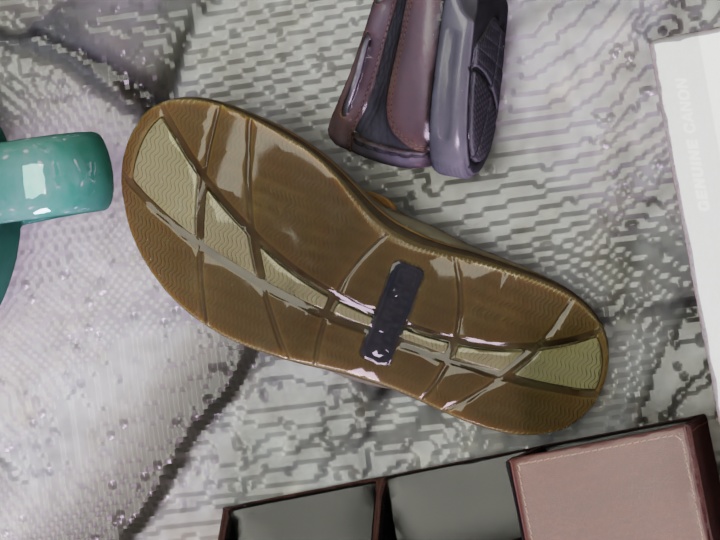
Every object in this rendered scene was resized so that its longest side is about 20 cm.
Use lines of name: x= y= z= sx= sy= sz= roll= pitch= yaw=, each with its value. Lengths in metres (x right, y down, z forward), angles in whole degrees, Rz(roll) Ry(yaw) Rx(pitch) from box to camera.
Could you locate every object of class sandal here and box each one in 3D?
sandal: x=0.000 y=0.000 z=1.119 sx=0.199 sy=0.054 sz=0.081 roll=25 pitch=103 yaw=-5

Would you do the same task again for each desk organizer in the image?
desk organizer: x=0.039 y=0.111 z=1.103 sx=0.199 sy=0.072 sz=0.078 roll=-12 pitch=88 yaw=12

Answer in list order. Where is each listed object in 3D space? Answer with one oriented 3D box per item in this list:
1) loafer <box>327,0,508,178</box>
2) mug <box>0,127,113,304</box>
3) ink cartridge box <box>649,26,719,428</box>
loafer: x=0.023 y=-0.136 z=1.097 sx=0.063 sy=0.072 sz=0.201 roll=6 pitch=97 yaw=16
mug: x=-0.192 y=-0.015 z=1.125 sx=0.184 sy=0.114 sz=0.153 roll=25 pitch=97 yaw=9
ink cartridge box: x=0.209 y=-0.003 z=1.074 sx=0.172 sy=0.044 sz=0.201 roll=-10 pitch=90 yaw=13
